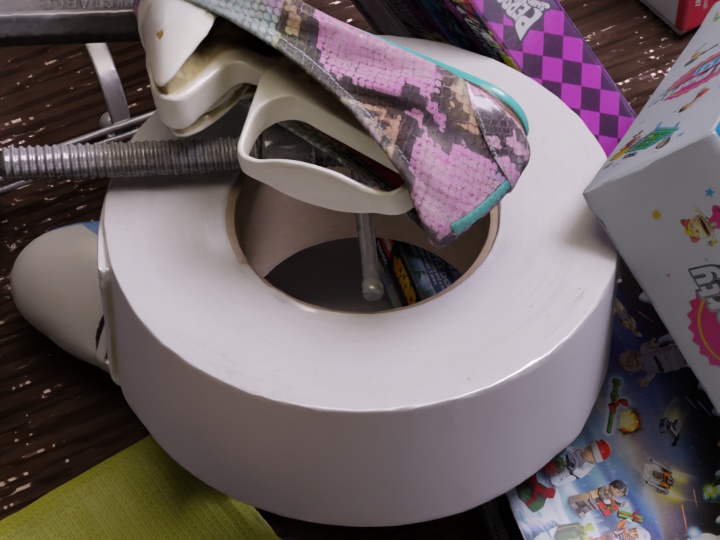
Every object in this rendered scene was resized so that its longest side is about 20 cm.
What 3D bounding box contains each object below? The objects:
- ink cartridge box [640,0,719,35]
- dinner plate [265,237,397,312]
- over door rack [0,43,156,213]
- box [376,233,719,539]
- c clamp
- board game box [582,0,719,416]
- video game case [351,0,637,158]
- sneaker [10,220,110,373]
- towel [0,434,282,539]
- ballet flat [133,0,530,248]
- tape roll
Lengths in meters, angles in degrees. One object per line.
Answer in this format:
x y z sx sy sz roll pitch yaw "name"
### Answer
0.214 -0.225 1.200 0.199 0.146 0.083 -27 54 -23 "ink cartridge box"
0.007 -0.016 1.098 0.199 0.024 0.201 2 49 -2 "dinner plate"
-0.120 -0.128 1.064 0.147 0.201 0.067 -21 47 -12 "over door rack"
0.101 0.045 1.021 0.136 0.040 0.201 -13 58 -17 "box"
-0.088 -0.061 0.952 0.199 0.027 0.172 1 47 1 "c clamp"
0.175 -0.022 0.989 0.064 0.148 0.200 -25 15 32 "board game box"
0.019 -0.140 1.053 0.036 0.200 0.181 -43 33 -6 "video game case"
-0.062 0.037 1.012 0.199 0.072 0.072 26 22 17 "sneaker"
-0.132 0.132 0.972 0.199 0.018 0.086 -29 58 -24 "towel"
-0.030 -0.069 0.909 0.199 0.069 0.071 31 69 28 "ballet flat"
0.000 0.000 0.961 0.201 0.071 0.203 0 48 0 "tape roll"
